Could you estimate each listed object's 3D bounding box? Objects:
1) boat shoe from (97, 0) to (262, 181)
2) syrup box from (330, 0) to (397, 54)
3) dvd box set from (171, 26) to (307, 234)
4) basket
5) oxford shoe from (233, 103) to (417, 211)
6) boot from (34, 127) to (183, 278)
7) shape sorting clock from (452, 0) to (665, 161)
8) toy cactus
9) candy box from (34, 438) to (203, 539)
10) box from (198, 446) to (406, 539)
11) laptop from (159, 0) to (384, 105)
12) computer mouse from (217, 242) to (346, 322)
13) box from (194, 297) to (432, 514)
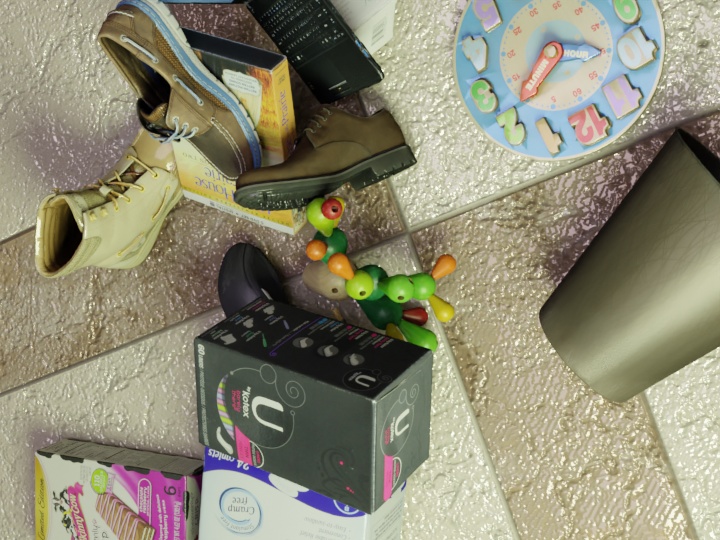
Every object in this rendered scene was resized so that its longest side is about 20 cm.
[{"bbox_3d":[-0.171,-0.154,1.008,0.072,0.072,0.200,-15,120,48],"label":"boat shoe"},{"bbox_3d":[-0.061,-0.288,1.060,0.081,0.079,0.200,-41,78,-14],"label":"syrup box"},{"bbox_3d":[-0.128,-0.137,1.079,0.146,0.029,0.201,21,139,23],"label":"dvd box set"},{"bbox_3d":[0.265,0.011,0.950,0.180,0.136,0.200,49,114,15],"label":"basket"},{"bbox_3d":[-0.043,-0.109,1.034,0.073,0.199,0.085,-23,90,52],"label":"oxford shoe"},{"bbox_3d":[-0.252,-0.085,1.130,0.073,0.155,0.201,34,107,15],"label":"boot"},{"bbox_3d":[0.179,-0.201,1.009,0.199,0.039,0.201,2,96,21],"label":"shape sorting clock"},{"bbox_3d":[0.000,0.000,1.060,0.165,0.200,0.103,4,59,56],"label":"toy cactus"},{"bbox_3d":[-0.267,0.272,1.223,0.199,0.061,0.137,4,97,22],"label":"candy box"},{"bbox_3d":[-0.061,0.270,1.110,0.183,0.105,0.201,10,104,21],"label":"box"},{"bbox_3d":[-0.100,-0.213,0.997,0.103,0.177,0.200,-42,104,-14],"label":"laptop"},{"bbox_3d":[-0.079,0.055,1.114,0.140,0.046,0.201,-29,85,41],"label":"computer mouse"},{"bbox_3d":[-0.045,0.119,1.015,0.199,0.106,0.123,15,119,29],"label":"box"}]
